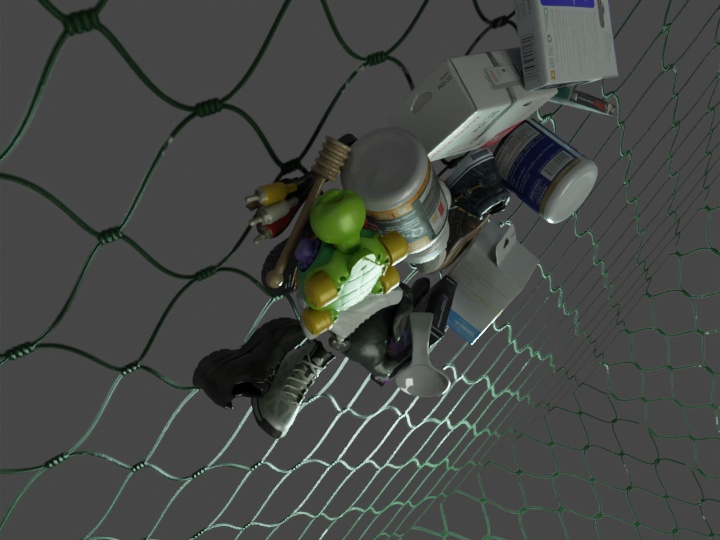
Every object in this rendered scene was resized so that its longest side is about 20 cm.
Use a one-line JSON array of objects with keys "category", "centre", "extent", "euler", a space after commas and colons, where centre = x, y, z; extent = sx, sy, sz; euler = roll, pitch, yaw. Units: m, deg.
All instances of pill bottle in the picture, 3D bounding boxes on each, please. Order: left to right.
[{"category": "pill bottle", "centre": [0.055, -0.092, 0.953], "extent": [0.116, 0.116, 0.200], "euler": [-45, 150, -4]}, {"category": "pill bottle", "centre": [0.275, -0.180, 1.154], "extent": [0.115, 0.200, 0.117], "euler": [-32, 150, -22]}]

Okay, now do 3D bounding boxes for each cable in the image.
[{"category": "cable", "centre": [-0.069, -0.101, 0.920], "extent": [0.198, 0.050, 0.098], "euler": [-31, 143, -26]}]

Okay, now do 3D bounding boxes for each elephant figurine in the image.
[{"category": "elephant figurine", "centre": [0.040, 0.071, 1.248], "extent": [0.201, 0.141, 0.155], "euler": [-55, -165, -2]}]

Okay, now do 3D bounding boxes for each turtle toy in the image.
[{"category": "turtle toy", "centre": [-0.023, -0.019, 0.872], "extent": [0.144, 0.102, 0.201], "euler": [-30, 157, -21]}]

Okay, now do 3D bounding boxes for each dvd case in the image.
[{"category": "dvd case", "centre": [0.307, -0.282, 1.128], "extent": [0.199, 0.145, 0.022], "euler": [-8, 116, -52]}]

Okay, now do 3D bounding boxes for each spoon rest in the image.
[{"category": "spoon rest", "centre": [0.105, 0.161, 1.225], "extent": [0.061, 0.097, 0.202], "euler": [-80, 167, -46]}]

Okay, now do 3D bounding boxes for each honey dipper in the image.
[{"category": "honey dipper", "centre": [-0.072, -0.070, 0.885], "extent": [0.038, 0.038, 0.202], "euler": [14, 106, -59]}]

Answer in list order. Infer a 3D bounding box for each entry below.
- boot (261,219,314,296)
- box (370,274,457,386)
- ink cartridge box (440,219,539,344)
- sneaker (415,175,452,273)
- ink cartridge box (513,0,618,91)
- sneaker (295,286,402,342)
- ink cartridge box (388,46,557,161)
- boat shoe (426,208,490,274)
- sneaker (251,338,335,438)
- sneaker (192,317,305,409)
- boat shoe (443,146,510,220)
[{"category": "boot", "centre": [-0.039, -0.038, 1.049], "extent": [0.165, 0.066, 0.199], "euler": [-46, 167, 27]}, {"category": "box", "centre": [0.099, 0.113, 1.325], "extent": [0.200, 0.036, 0.144], "euler": [-45, -165, 39]}, {"category": "ink cartridge box", "centre": [0.239, 0.014, 1.363], "extent": [0.201, 0.125, 0.129], "euler": [-54, 174, 39]}, {"category": "sneaker", "centre": [0.094, -0.066, 1.195], "extent": [0.091, 0.076, 0.202], "euler": [-25, 139, -22]}, {"category": "ink cartridge box", "centre": [0.283, -0.359, 0.981], "extent": [0.198, 0.043, 0.202], "euler": [-17, 100, -41]}, {"category": "sneaker", "centre": [-0.019, 0.063, 1.146], "extent": [0.197, 0.078, 0.101], "euler": [-7, 113, -31]}, {"category": "ink cartridge box", "centre": [0.157, -0.231, 0.992], "extent": [0.198, 0.084, 0.146], "euler": [-22, 170, -40]}, {"category": "boat shoe", "centre": [0.180, -0.076, 1.301], "extent": [0.200, 0.076, 0.072], "euler": [-46, 159, 14]}, {"category": "sneaker", "centre": [-0.102, 0.168, 1.113], "extent": [0.115, 0.075, 0.201], "euler": [-45, -167, 21]}, {"category": "sneaker", "centre": [-0.154, 0.146, 1.083], "extent": [0.199, 0.091, 0.077], "euler": [-31, 147, -31]}, {"category": "boat shoe", "centre": [0.180, -0.118, 1.154], "extent": [0.070, 0.092, 0.200], "euler": [-23, 171, -12]}]
